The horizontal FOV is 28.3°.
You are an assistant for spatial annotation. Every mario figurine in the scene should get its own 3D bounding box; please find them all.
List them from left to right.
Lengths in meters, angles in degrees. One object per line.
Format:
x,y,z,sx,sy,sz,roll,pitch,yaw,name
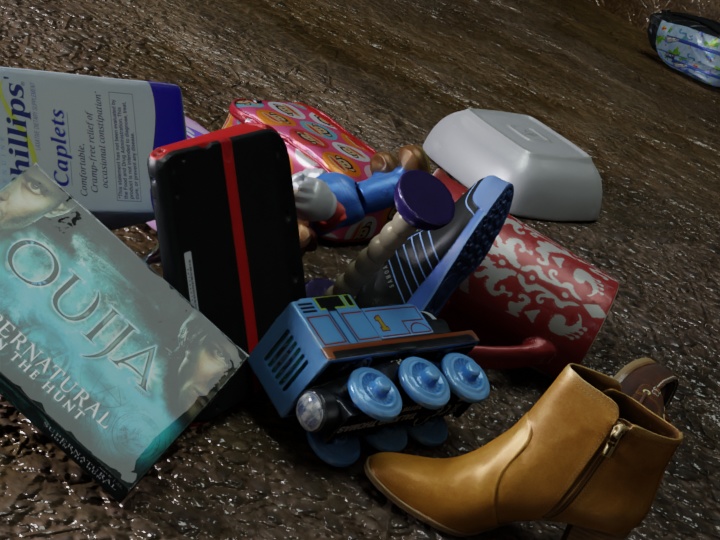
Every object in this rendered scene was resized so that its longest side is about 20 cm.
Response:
-0.039,-0.068,1.219,0.199,0.124,0.106,-24,63,-29,mario figurine

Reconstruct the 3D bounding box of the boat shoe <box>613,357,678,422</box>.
0.225,0.132,1.213,0.070,0.071,0.199,26,30,30,boat shoe

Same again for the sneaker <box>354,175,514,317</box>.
0.049,-0.009,1.217,0.078,0.201,0.070,34,-8,21,sneaker

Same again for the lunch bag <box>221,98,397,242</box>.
-0.039,-0.106,1.505,0.200,0.082,0.175,37,22,30,lunch bag

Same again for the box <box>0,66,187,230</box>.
-0.263,-0.083,1.089,0.199,0.106,0.183,-1,-6,-44,box

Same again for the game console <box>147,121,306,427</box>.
-0.097,-0.003,1.069,0.031,0.202,0.177,-1,13,29,game console

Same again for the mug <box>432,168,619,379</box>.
0.118,0.029,1.320,0.199,0.178,0.134,28,-18,3,mug

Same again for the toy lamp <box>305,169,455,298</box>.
0.000,0.000,1.136,0.058,0.200,0.059,19,47,-21,toy lamp

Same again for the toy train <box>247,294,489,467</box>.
0.014,0.076,1.087,0.199,0.087,0.115,-5,54,-48,toy train

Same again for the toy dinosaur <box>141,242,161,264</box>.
-0.199,0.042,1.060,0.181,0.200,0.105,41,-22,-1,toy dinosaur

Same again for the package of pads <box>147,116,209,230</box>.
-0.152,-0.076,1.325,0.199,0.076,0.120,34,24,27,package of pads

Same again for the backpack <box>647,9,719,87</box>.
0.710,-0.458,2.952,0.162,0.155,0.199,2,7,-44,backpack

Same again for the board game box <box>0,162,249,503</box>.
-0.187,0.037,0.940,0.200,0.028,0.135,42,52,-1,board game box

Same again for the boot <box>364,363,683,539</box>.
0.116,0.126,1.021,0.200,0.145,0.071,22,21,1,boot

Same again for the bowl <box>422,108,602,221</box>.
0.200,-0.142,1.813,0.199,0.075,0.200,0,30,-40,bowl
